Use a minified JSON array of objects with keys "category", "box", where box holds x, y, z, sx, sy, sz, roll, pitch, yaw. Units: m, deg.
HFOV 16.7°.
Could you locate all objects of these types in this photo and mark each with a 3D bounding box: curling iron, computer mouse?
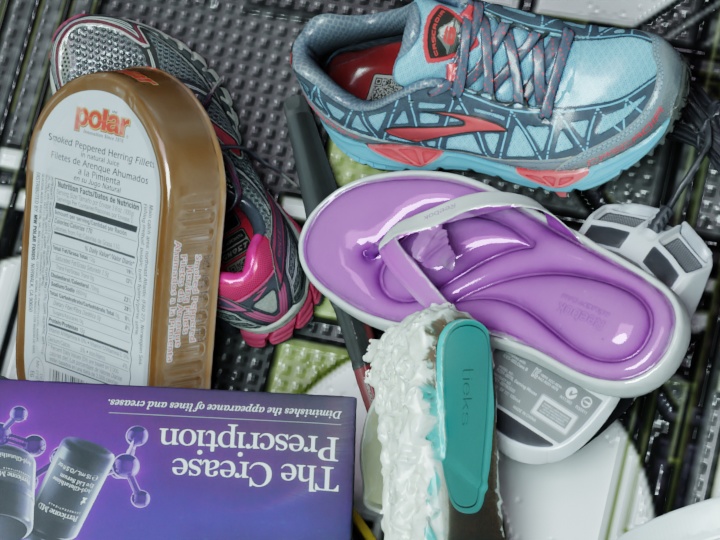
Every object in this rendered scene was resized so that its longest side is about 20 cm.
[{"category":"curling iron","box":[0.000,0.000,1.199,0.049,0.026,0.200,-16,64,-16]},{"category":"computer mouse","box":[0.126,0.007,1.152,0.110,0.044,0.200,34,85,30]}]

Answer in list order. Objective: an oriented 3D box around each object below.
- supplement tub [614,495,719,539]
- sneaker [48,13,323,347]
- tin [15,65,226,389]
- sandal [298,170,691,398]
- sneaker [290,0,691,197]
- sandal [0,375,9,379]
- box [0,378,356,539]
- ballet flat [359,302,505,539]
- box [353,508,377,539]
[{"category":"supplement tub","box":[0.187,0.200,1.030,0.140,0.140,0.201,-17,71,9]},{"category":"sneaker","box":[-0.088,-0.056,1.210,0.081,0.075,0.200,-40,68,1]},{"category":"tin","box":[-0.116,0.003,1.169,0.112,0.042,0.201,15,106,38]},{"category":"sandal","box":[0.058,-0.004,1.130,0.202,0.050,0.083,17,76,26]},{"category":"sneaker","box":[0.054,-0.088,1.151,0.199,0.096,0.080,-1,66,28]},{"category":"sandal","box":[-0.189,0.148,1.191,0.075,0.048,0.201,-12,74,14]},{"category":"box","box":[-0.103,0.127,1.079,0.199,0.079,0.142,2,65,-2]},{"category":"ballet flat","box":[0.031,0.116,1.097,0.071,0.072,0.201,-3,78,14]},{"category":"box","box":[-0.074,0.183,1.120,0.200,0.049,0.160,-30,70,-17]}]
